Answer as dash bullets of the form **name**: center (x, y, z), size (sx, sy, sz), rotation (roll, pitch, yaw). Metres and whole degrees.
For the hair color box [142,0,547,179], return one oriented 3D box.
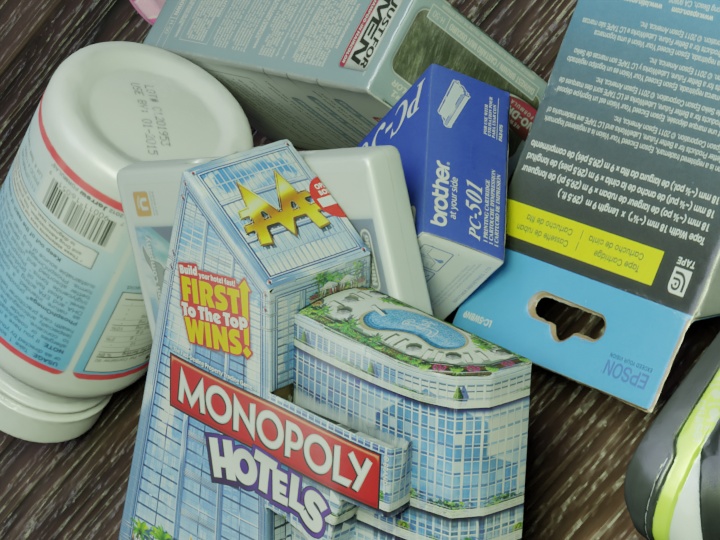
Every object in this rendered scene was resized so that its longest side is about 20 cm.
- **hair color box**: center (-0.009, -0.099, 1.411), size (0.200, 0.099, 0.061), rotation (17, 75, 53)

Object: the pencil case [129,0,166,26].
- **pencil case**: center (-0.041, -0.190, 1.535), size (0.199, 0.087, 0.088), rotation (-20, 50, 39)

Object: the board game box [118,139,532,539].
- **board game box**: center (-0.020, 0.058, 1.215), size (0.200, 0.062, 0.201), rotation (23, 122, 42)

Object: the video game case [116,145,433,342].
- **video game case**: center (-0.029, 0.047, 1.286), size (0.182, 0.023, 0.201), rotation (-1, 105, 49)

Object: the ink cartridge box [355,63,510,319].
- **ink cartridge box**: center (0.000, 0.000, 1.321), size (0.200, 0.044, 0.094), rotation (-46, 32, 47)

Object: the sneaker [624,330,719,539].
- **sneaker**: center (0.184, 0.041, 1.126), size (0.083, 0.072, 0.201), rotation (32, 91, 30)

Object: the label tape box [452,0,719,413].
- **label tape box**: center (0.135, -0.044, 1.224), size (0.144, 0.063, 0.201), rotation (22, 92, 54)

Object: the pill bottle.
- **pill bottle**: center (-0.135, -0.009, 1.444), size (0.109, 0.108, 0.200), rotation (-100, 30, -43)
